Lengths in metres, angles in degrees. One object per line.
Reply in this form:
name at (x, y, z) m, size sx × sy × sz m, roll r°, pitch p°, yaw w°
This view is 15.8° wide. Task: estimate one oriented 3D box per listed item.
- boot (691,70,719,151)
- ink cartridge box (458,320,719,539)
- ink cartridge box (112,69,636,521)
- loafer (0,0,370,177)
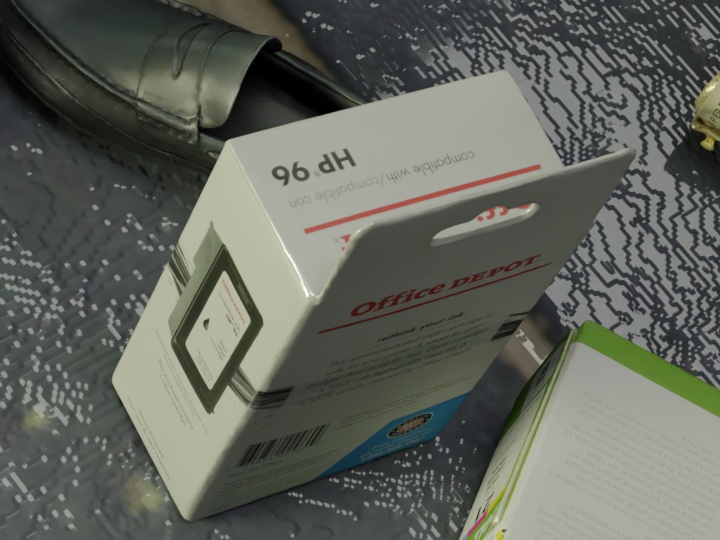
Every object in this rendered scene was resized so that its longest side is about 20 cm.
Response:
boot at (0.202, -0.025, 1.065) m, size 0.155 × 0.073 × 0.200 m, roll 31°, pitch 51°, yaw -1°
ink cartridge box at (0.098, 0.140, 0.918) m, size 0.148 × 0.076 × 0.200 m, roll 28°, pitch 54°, yaw -3°
ink cartridge box at (0.000, 0.000, 0.889) m, size 0.116 × 0.200 × 0.068 m, roll -17°, pitch 67°, yaw -30°
loafer at (-0.053, -0.070, 0.994) m, size 0.200 × 0.070 × 0.068 m, roll 31°, pitch 53°, yaw 0°
